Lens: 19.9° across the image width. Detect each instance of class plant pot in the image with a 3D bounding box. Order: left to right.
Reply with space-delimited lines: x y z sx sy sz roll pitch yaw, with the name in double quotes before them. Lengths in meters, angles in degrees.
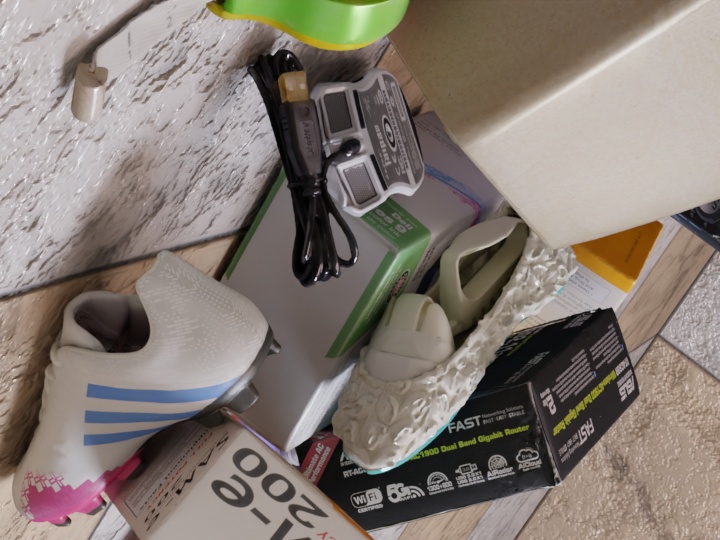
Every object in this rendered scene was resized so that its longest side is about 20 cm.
"plant pot" 0.108 -0.129 0.948 0.177 0.200 0.200 -36 148 8

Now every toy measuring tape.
"toy measuring tape" -0.031 -0.108 0.847 0.200 0.073 0.074 -44 164 -35

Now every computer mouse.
"computer mouse" -0.012 -0.058 1.033 0.044 0.110 0.200 -17 -177 16

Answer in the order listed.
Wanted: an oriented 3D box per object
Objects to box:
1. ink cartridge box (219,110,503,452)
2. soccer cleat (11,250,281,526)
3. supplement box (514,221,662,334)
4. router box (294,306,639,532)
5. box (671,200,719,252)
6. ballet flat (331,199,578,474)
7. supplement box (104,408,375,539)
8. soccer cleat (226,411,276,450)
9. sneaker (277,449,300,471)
"ink cartridge box" 0.000 0.000 1.189 0.146 0.087 0.200 -60 167 24
"soccer cleat" -0.122 0.053 0.981 0.200 0.086 0.070 -36 -159 39
"supplement box" 0.095 0.016 1.373 0.200 0.126 0.074 -56 180 41
"router box" 0.068 0.088 1.212 0.149 0.062 0.200 -16 -174 23
"box" 0.158 -0.086 1.257 0.044 0.200 0.160 -54 167 5
"ballet flat" 0.046 0.025 1.120 0.200 0.072 0.072 -45 165 -35
"supplement box" -0.059 0.126 1.032 0.074 0.126 0.200 -49 -163 -6
"soccer cleat" -0.098 0.172 1.311 0.200 0.076 0.067 -54 166 5
"sneaker" 0.006 0.107 1.342 0.200 0.113 0.076 128 -23 -76
